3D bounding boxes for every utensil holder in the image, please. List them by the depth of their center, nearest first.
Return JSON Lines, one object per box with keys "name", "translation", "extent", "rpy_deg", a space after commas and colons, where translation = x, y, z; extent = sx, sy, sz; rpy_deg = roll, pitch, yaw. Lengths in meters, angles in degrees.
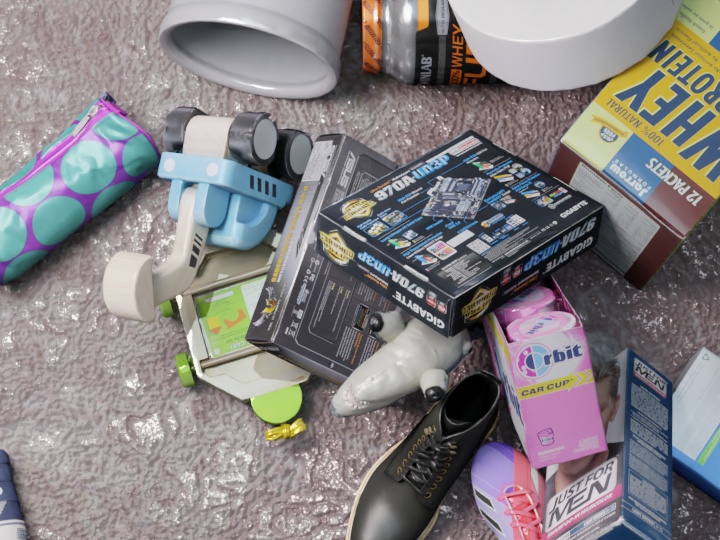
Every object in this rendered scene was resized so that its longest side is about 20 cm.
{"name": "utensil holder", "translation": [-0.082, -0.284, 1.527], "extent": [0.169, 0.170, 0.201], "rpy_deg": [12, 74, 2]}

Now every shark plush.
{"name": "shark plush", "translation": [0.048, 0.069, 1.447], "extent": [0.091, 0.200, 0.083], "rpy_deg": [43, 125, 3]}

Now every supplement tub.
{"name": "supplement tub", "translation": [0.099, -0.235, 1.538], "extent": [0.198, 0.123, 0.123], "rpy_deg": [-2, 77, 0]}

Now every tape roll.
{"name": "tape roll", "translation": [0.174, -0.254, 1.408], "extent": [0.201, 0.071, 0.204], "rpy_deg": [-10, 56, 16]}

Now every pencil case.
{"name": "pencil case", "translation": [-0.284, -0.074, 1.512], "extent": [0.200, 0.093, 0.085], "rpy_deg": [-40, 45, -7]}

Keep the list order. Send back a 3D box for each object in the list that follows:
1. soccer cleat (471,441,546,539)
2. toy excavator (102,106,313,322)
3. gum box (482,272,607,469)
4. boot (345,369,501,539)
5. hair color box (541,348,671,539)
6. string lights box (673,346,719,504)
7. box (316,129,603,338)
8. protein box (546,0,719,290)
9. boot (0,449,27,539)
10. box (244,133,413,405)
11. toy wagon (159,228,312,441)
{"name": "soccer cleat", "translation": [0.148, 0.239, 1.411], "extent": [0.066, 0.076, 0.201], "rpy_deg": [-19, 76, 2]}
{"name": "toy excavator", "translation": [-0.139, -0.046, 1.463], "extent": [0.099, 0.194, 0.201], "rpy_deg": [7, 85, 30]}
{"name": "gum box", "translation": [0.149, 0.069, 1.406], "extent": [0.066, 0.200, 0.114], "rpy_deg": [-14, 110, -1]}
{"name": "boot", "translation": [0.052, 0.170, 1.439], "extent": [0.077, 0.138, 0.201], "rpy_deg": [31, 79, 6]}
{"name": "hair color box", "translation": [0.210, 0.173, 1.400], "extent": [0.060, 0.100, 0.201], "rpy_deg": [36, 37, -18]}
{"name": "string lights box", "translation": [0.360, 0.170, 1.483], "extent": [0.199, 0.059, 0.103], "rpy_deg": [35, 80, 7]}
{"name": "box", "translation": [0.086, -0.036, 1.412], "extent": [0.159, 0.046, 0.200], "rpy_deg": [33, 46, 32]}
{"name": "protein box", "translation": [0.276, -0.117, 1.473], "extent": [0.135, 0.200, 0.199], "rpy_deg": [40, 80, 8]}
{"name": "boot", "translation": [-0.401, 0.223, 1.464], "extent": [0.199, 0.073, 0.091], "rpy_deg": [-11, 70, -11]}
{"name": "box", "translation": [0.000, 0.000, 1.481], "extent": [0.158, 0.048, 0.201], "rpy_deg": [27, 76, -33]}
{"name": "toy wagon", "translation": [-0.096, 0.061, 1.513], "extent": [0.154, 0.040, 0.201], "rpy_deg": [-17, 79, -4]}
